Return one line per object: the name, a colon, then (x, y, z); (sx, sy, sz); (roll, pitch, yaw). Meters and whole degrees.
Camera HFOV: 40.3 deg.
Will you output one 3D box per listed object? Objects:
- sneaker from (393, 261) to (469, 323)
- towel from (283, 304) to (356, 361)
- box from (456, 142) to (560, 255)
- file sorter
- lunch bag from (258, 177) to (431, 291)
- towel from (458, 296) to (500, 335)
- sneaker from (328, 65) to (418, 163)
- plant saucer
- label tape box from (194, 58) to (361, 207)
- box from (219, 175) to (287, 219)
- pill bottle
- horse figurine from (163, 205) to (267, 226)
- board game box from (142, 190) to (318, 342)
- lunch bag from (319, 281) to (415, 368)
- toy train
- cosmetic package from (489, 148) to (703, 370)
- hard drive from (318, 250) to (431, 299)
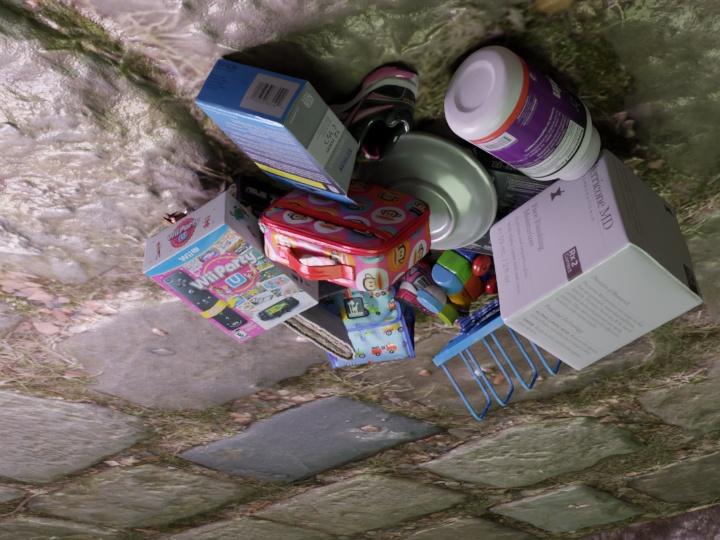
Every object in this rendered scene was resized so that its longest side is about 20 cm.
sneaker: (0.131, 0.039, 1.611); (0.080, 0.076, 0.199); (19, 177, 31)
towel: (-0.095, 0.062, 1.523); (0.199, 0.133, 0.035); (33, 101, -17)
box: (0.205, -0.087, 1.350); (0.197, 0.044, 0.161); (10, 139, 0)
file sorter: (0.237, 0.124, 1.526); (0.199, 0.124, 0.139); (-34, 177, 18)
lunch bag: (-0.025, -0.044, 1.241); (0.198, 0.176, 0.083); (17, 127, 29)
towel: (0.238, 0.040, 1.527); (0.198, 0.024, 0.145); (-33, 175, 5)
sneaker: (-0.004, -0.165, 1.209); (0.079, 0.088, 0.200); (15, 146, -28)
plant saucer: (0.081, -0.091, 1.307); (0.197, 0.051, 0.202); (15, 139, 14)
label tape box: (-0.083, -0.159, 1.171); (0.142, 0.067, 0.200); (20, 167, 33)
box: (-0.133, -0.052, 1.435); (0.198, 0.050, 0.161); (18, 143, -33)
pill bottle: (0.201, -0.180, 1.181); (0.198, 0.114, 0.112); (22, 142, -39)
horse figurine: (-0.164, -0.034, 1.369); (0.131, 0.051, 0.200); (-21, 142, 22)
board game box: (-0.172, 0.001, 1.322); (0.146, 0.065, 0.200); (-28, 133, 23)
lunch bag: (0.001, 0.062, 1.639); (0.148, 0.095, 0.201); (-8, 138, 12)
toy train: (0.162, 0.039, 1.544); (0.116, 0.084, 0.200); (-51, 145, -6)
cosmetic package: (0.297, -0.009, 1.261); (0.164, 0.167, 0.199); (30, 129, -32)
hard drive: (0.000, 0.000, 1.476); (0.198, 0.038, 0.140); (-21, -179, 18)
